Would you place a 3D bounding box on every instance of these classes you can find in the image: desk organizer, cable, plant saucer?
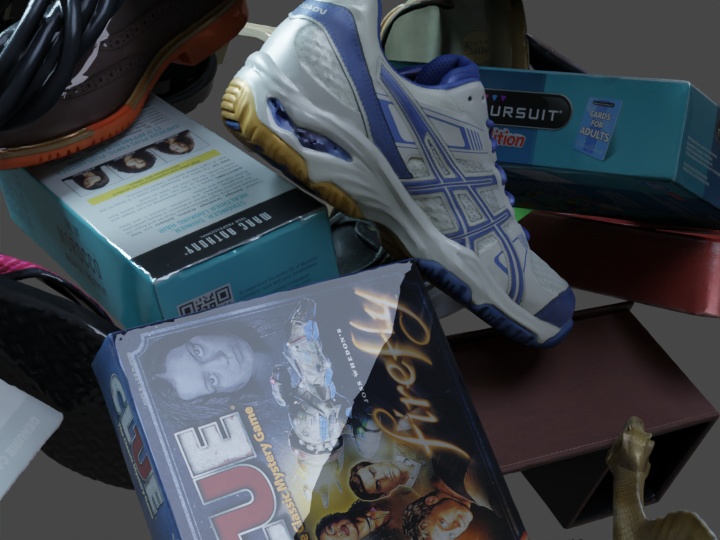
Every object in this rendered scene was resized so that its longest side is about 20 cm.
[{"bbox_3d":[0.065,0.077,0.772,0.200,0.072,0.077,-8,48,-38],"label":"desk organizer"},{"bbox_3d":[-0.185,-0.094,0.739,0.051,0.200,0.163,58,10,-26],"label":"cable"},{"bbox_3d":[0.196,-0.005,0.897,0.199,0.037,0.200,2,7,-30],"label":"plant saucer"}]

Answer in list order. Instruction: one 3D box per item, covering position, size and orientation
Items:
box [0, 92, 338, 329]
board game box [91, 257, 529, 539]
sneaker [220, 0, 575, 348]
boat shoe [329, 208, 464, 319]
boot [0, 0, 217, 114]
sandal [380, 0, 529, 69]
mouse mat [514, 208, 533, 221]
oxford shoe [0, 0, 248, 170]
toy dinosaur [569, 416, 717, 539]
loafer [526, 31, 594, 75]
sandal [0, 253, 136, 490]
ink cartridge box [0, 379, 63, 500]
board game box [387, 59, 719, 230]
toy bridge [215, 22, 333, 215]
[{"bbox_3d":[-0.093,-0.025,0.754,0.082,0.049,0.200,-24,32,-22],"label":"box"},{"bbox_3d":[-0.006,0.104,0.636,0.135,0.035,0.200,-14,72,-27],"label":"board game box"},{"bbox_3d":[0.038,-0.042,0.716,0.200,0.088,0.075,38,-3,-32],"label":"sneaker"},{"bbox_3d":[0.000,0.000,0.802,0.200,0.072,0.071,-23,98,-68],"label":"boat shoe"},{"bbox_3d":[-0.150,-0.155,0.873,0.211,0.158,0.079,-8,45,-38],"label":"boot"},{"bbox_3d":[0.038,-0.117,0.931,0.054,0.081,0.200,-10,5,-15],"label":"sandal"},{"bbox_3d":[0.042,-0.072,1.014,0.161,0.008,0.200,-1,40,-32],"label":"mouse mat"},{"bbox_3d":[-0.129,-0.113,0.791,0.071,0.073,0.200,7,36,29],"label":"oxford shoe"},{"bbox_3d":[0.129,0.151,0.682,0.058,0.101,0.200,1,41,-30],"label":"toy dinosaur"},{"bbox_3d":[0.143,-0.089,0.992,0.072,0.063,0.200,-4,26,-45],"label":"loafer"},{"bbox_3d":[-0.148,0.023,0.715,0.200,0.075,0.045,29,33,12],"label":"sandal"},{"bbox_3d":[-0.239,0.062,0.638,0.200,0.057,0.163,33,34,-2],"label":"ink cartridge box"},{"bbox_3d":[0.086,-0.062,0.828,0.199,0.047,0.151,8,-4,28],"label":"board game box"},{"bbox_3d":[-0.046,-0.098,0.942,0.027,0.067,0.200,-5,44,-36],"label":"toy bridge"}]
